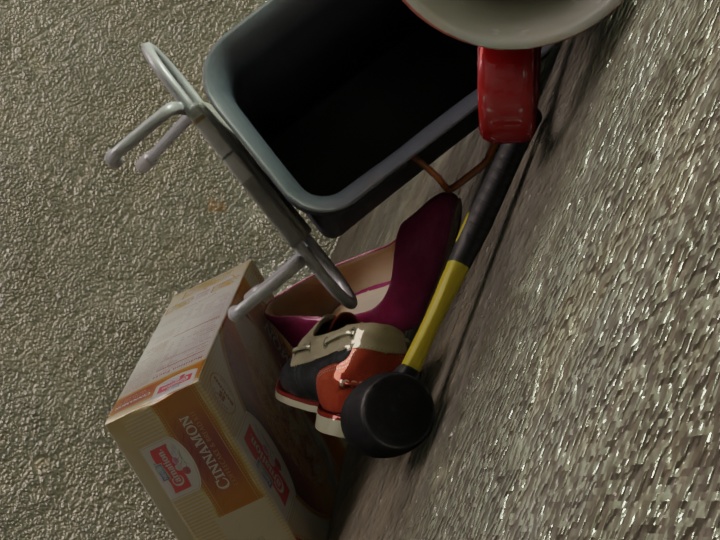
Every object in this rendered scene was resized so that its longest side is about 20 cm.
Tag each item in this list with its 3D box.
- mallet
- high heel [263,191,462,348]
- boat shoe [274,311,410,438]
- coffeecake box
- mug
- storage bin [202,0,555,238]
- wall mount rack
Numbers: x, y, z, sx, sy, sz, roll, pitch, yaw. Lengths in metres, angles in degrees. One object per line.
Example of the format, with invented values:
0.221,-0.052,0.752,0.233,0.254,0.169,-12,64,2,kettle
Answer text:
0.044,0.007,0.758,0.202,0.041,0.066,-64,5,-21,mallet
0.000,0.000,0.947,0.200,0.095,0.068,118,174,-59,high heel
-0.009,0.056,0.862,0.200,0.070,0.063,-169,84,-81,boat shoe
-0.081,0.106,0.990,0.072,0.155,0.200,-25,17,15,coffeecake box
0.069,-0.174,0.737,0.179,0.132,0.200,-60,2,19,mug
0.022,-0.105,0.892,0.199,0.146,0.134,-38,-13,-8,storage bin
-0.087,-0.040,0.904,0.074,0.201,0.174,-38,3,4,wall mount rack
